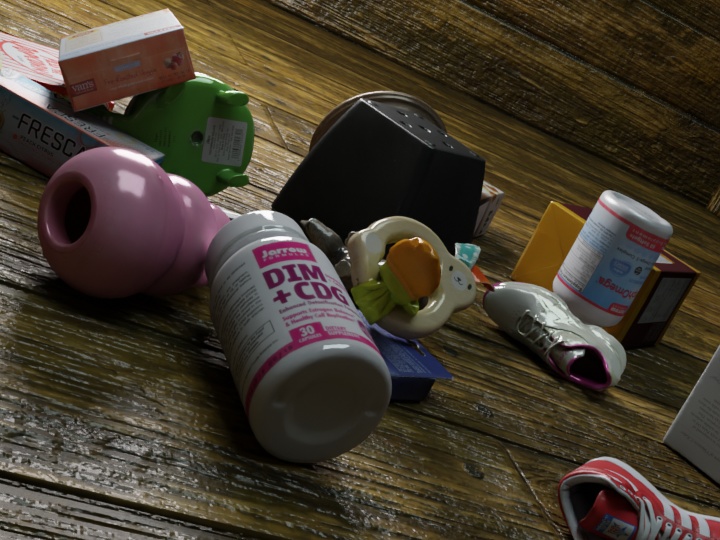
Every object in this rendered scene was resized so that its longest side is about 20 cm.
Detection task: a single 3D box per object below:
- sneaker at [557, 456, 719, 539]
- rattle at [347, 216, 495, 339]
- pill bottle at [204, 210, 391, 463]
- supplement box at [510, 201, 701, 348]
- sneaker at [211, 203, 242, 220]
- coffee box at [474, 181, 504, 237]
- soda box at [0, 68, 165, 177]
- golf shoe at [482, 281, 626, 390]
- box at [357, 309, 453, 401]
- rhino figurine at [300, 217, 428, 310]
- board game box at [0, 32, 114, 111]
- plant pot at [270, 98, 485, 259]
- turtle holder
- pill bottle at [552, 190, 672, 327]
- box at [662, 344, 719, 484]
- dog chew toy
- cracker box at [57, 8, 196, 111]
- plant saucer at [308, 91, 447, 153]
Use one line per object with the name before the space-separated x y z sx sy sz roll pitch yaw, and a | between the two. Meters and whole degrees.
sneaker | 0.259 0.232 0.916 0.198 0.072 0.112 29 12 31
rattle | 0.095 -0.011 1.067 0.197 0.143 0.132 3 53 -33
pill bottle | -0.059 0.045 0.856 0.112 0.114 0.201 16 27 -33
supplement box | 0.374 0.007 1.617 0.197 0.134 0.199 38 20 31
sneaker | -0.144 -0.036 1.059 0.198 0.072 0.083 28 8 -13
coffee box | 0.144 -0.110 1.687 0.113 0.081 0.200 32 18 13
soda box | -0.307 -0.134 1.103 0.198 0.064 0.068 30 17 3
golf shoe | 0.238 0.080 1.314 0.198 0.076 0.092 29 21 7
box | -0.010 0.076 1.011 0.198 0.033 0.121 9 26 -46
rhino figurine | 0.000 0.000 1.183 0.199 0.060 0.088 36 -8 27
board game box | -0.409 -0.233 1.252 0.198 0.047 0.151 12 24 -43
plant pot | 0.042 -0.102 1.349 0.199 0.179 0.198 38 19 32
turtle holder | -0.217 -0.149 1.206 0.184 0.143 0.131 -27 26 -21
pill bottle | 0.331 0.003 1.450 0.107 0.202 0.109 24 17 -8
box | 0.477 0.159 1.233 0.152 0.202 0.105 39 22 34
dog chew toy | -0.183 -0.033 0.927 0.124 0.126 0.199 37 12 29
cracker box | -0.259 -0.234 1.167 0.132 0.059 0.200 -17 22 -9
plant saucer | 0.027 -0.157 1.470 0.197 0.201 0.030 19 39 -26
